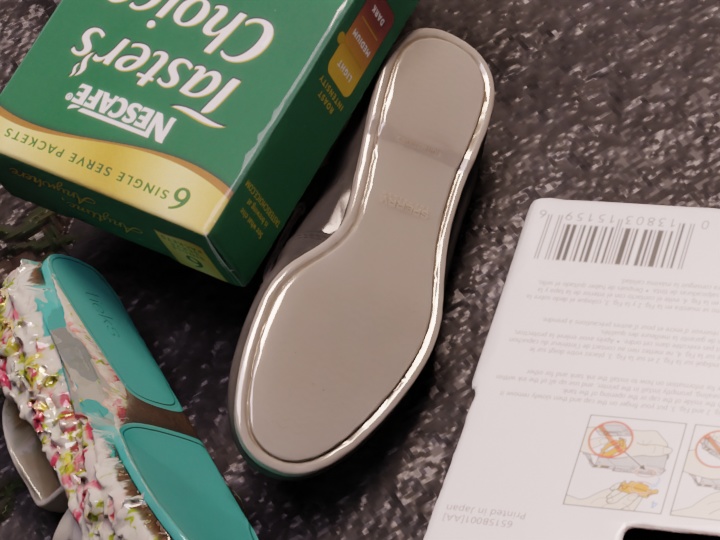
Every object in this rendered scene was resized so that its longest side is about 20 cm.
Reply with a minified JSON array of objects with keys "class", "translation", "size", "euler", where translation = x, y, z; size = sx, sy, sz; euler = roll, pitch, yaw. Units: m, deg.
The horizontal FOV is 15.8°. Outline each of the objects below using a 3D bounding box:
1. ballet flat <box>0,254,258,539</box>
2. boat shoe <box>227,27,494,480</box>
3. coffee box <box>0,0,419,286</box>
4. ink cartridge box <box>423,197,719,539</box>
[{"class":"ballet flat","translation":[-0.090,0.073,0.936],"size":[0.064,0.075,0.200],"euler":[-50,40,16]},{"class":"boat shoe","translation":[0.000,0.000,0.973],"size":[0.067,0.057,0.201],"euler":[26,60,-5]},{"class":"coffee box","translation":[-0.048,-0.101,0.990],"size":[0.123,0.044,0.201],"euler":[23,72,30]},{"class":"ink cartridge box","translation":[0.134,0.056,0.874],"size":[0.199,0.044,0.174],"euler":[4,52,23]}]
